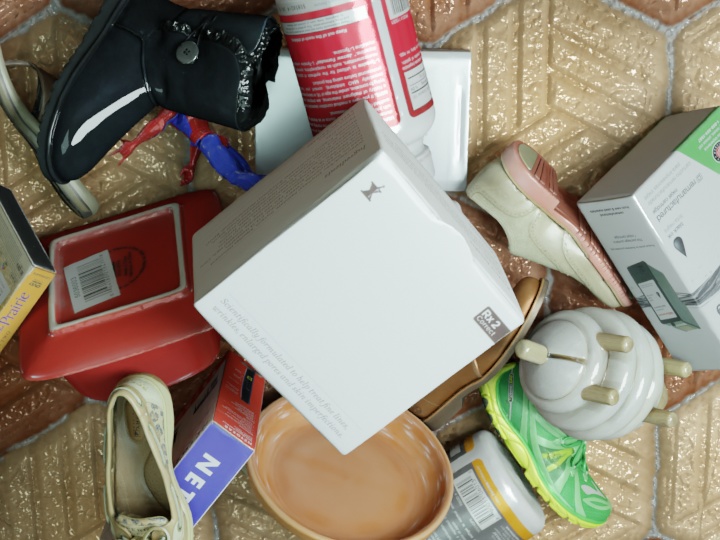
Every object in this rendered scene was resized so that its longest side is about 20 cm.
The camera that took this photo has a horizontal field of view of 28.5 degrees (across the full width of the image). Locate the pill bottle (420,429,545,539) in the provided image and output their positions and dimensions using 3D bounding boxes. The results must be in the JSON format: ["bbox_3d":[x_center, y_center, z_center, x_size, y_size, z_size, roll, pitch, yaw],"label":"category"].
[{"bbox_3d":[0.072,0.255,1.402,0.200,0.116,0.117,-34,106,9],"label":"pill bottle"}]

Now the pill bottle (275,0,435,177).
[{"bbox_3d":[0.001,-0.168,1.240,0.112,0.112,0.201,-15,107,3],"label":"pill bottle"}]

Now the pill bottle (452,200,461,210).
[{"bbox_3d":[0.000,0.000,1.320,0.199,0.111,0.112,-7,108,0],"label":"pill bottle"}]

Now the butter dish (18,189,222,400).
[{"bbox_3d":[-0.202,0.047,1.311,0.199,0.200,0.148,-16,131,1],"label":"butter dish"}]

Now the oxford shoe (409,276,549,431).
[{"bbox_3d":[0.102,0.070,1.354,0.071,0.071,0.200,39,116,-7],"label":"oxford shoe"}]

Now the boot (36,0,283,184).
[{"bbox_3d":[-0.171,-0.149,1.228,0.167,0.076,0.201,18,74,19],"label":"boot"}]

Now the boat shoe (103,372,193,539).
[{"bbox_3d":[-0.191,0.191,1.216,0.073,0.063,0.201,-7,97,11],"label":"boat shoe"}]

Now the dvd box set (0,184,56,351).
[{"bbox_3d":[-0.366,0.035,1.307,0.029,0.146,0.200,25,107,-43],"label":"dvd box set"}]

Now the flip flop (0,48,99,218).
[{"bbox_3d":[-0.287,-0.141,1.289,0.057,0.081,0.201,-33,108,-10],"label":"flip flop"}]

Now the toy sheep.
[{"bbox_3d":[0.217,0.095,1.315,0.200,0.138,0.138,27,106,-38],"label":"toy sheep"}]

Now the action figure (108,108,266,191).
[{"bbox_3d":[-0.146,-0.089,1.289,0.099,0.065,0.200,-43,73,14],"label":"action figure"}]

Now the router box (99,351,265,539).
[{"bbox_3d":[-0.170,0.192,1.339,0.049,0.180,0.200,36,102,-10],"label":"router box"}]

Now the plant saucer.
[{"bbox_3d":[-0.012,0.192,1.330,0.199,0.201,0.038,12,129,-6],"label":"plant saucer"}]

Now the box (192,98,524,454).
[{"bbox_3d":[-0.005,0.006,1.182,0.200,0.131,0.199,-37,114,11],"label":"box"}]

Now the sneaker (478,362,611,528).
[{"bbox_3d":[0.197,0.173,1.401,0.083,0.074,0.200,-33,105,12],"label":"sneaker"}]

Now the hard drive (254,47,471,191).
[{"bbox_3d":[0.001,-0.140,1.321,0.199,0.027,0.133,0,107,-2],"label":"hard drive"}]

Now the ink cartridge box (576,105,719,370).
[{"bbox_3d":[0.315,-0.027,1.306,0.146,0.084,0.200,-43,108,-25],"label":"ink cartridge box"}]

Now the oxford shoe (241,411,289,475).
[{"bbox_3d":[-0.043,0.225,1.378,0.200,0.071,0.074,44,116,31],"label":"oxford shoe"}]

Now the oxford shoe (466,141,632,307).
[{"bbox_3d":[0.182,-0.033,1.338,0.074,0.071,0.200,-34,109,25],"label":"oxford shoe"}]
